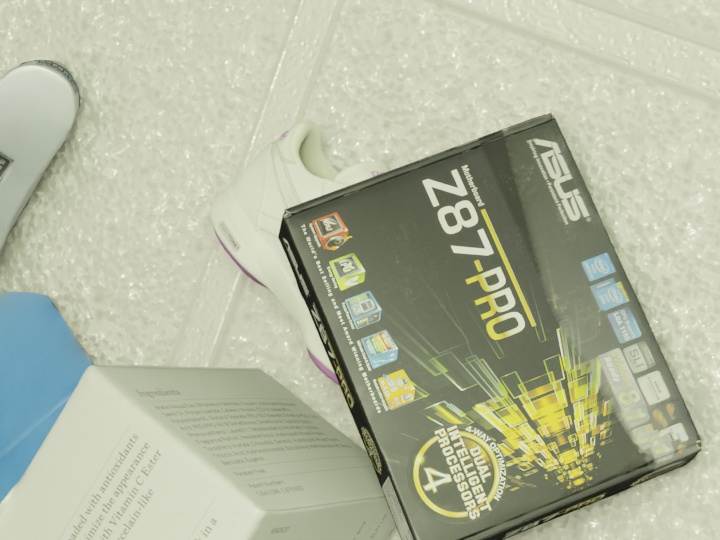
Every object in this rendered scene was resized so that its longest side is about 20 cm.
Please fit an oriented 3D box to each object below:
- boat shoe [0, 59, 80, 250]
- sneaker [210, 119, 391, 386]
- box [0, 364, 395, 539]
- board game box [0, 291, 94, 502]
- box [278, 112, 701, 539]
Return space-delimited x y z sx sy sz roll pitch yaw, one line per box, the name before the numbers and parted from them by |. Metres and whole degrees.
boat shoe | -0.236 -0.044 1.336 0.074 0.065 0.200 41 98 -9
sneaker | 0.000 0.000 1.207 0.200 0.075 0.100 47 108 21
box | -0.102 0.166 1.177 0.130 0.200 0.200 37 103 22
board game box | -0.209 0.113 1.324 0.158 0.039 0.200 -41 69 7
box | 0.066 0.037 1.147 0.160 0.049 0.201 -19 75 -11
